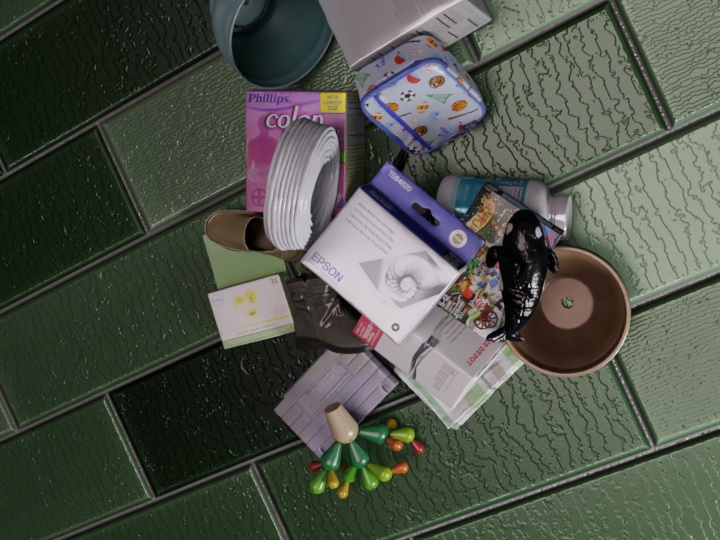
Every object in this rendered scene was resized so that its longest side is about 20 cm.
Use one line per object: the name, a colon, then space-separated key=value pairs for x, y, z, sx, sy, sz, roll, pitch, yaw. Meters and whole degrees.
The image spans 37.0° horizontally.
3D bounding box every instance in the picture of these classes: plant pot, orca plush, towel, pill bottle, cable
plant pot: x=-0.157 y=-0.408 z=1.711 sx=0.134 sy=0.200 sz=0.200 roll=41 pitch=111 yaw=38
orca plush: x=0.218 y=0.016 z=1.545 sx=0.105 sy=0.071 sz=0.200 roll=24 pitch=110 yaw=12
towel: x=0.167 y=0.147 z=1.758 sx=0.149 sy=0.031 sz=0.200 roll=46 pitch=109 yaw=6
pill bottle: x=0.222 y=-0.088 z=1.659 sx=0.200 sy=0.111 sz=0.111 roll=5 pitch=100 yaw=18
plant pot: x=0.316 y=0.056 z=1.657 sx=0.200 sy=0.093 sz=0.201 roll=3 pitch=100 yaw=16
cable: x=-0.087 y=-0.126 z=1.609 sx=0.069 sy=0.200 sz=0.200 roll=14 pitch=105 yaw=10

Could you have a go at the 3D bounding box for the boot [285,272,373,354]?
boot: x=-0.039 y=0.065 z=1.753 sx=0.200 sy=0.068 sz=0.131 roll=-1 pitch=102 yaw=34

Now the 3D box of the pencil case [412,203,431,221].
pencil case: x=0.034 y=-0.033 z=1.693 sx=0.089 sy=0.200 sz=0.078 roll=39 pitch=153 yaw=2

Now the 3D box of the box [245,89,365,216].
box: x=-0.089 y=-0.194 z=1.757 sx=0.176 sy=0.097 sz=0.200 roll=4 pitch=99 yaw=18

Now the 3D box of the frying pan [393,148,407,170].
frying pan: x=0.019 y=-0.114 z=1.727 sx=0.031 sy=0.115 sz=0.190 roll=18 pitch=104 yaw=33

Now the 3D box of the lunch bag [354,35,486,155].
lunch bag: x=0.091 y=-0.259 z=1.641 sx=0.160 sy=0.200 sz=0.076 roll=-30 pitch=54 yaw=19

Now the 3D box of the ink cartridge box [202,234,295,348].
ink cartridge box: x=-0.194 y=0.021 z=1.854 sx=0.145 sy=0.048 sz=0.200 roll=-15 pitch=96 yaw=21

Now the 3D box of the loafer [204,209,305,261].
loafer: x=-0.185 y=-0.066 z=1.808 sx=0.200 sy=0.067 sz=0.076 roll=10 pitch=82 yaw=26

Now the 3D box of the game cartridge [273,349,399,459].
game cartridge: x=-0.044 y=0.213 z=1.840 sx=0.130 sy=0.038 sz=0.200 roll=47 pitch=109 yaw=11

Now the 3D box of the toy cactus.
toy cactus: x=-0.008 y=0.290 z=1.798 sx=0.200 sy=0.102 sz=0.165 roll=-25 pitch=108 yaw=7

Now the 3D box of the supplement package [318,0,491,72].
supplement package: x=0.063 y=-0.408 z=1.632 sx=0.200 sy=0.151 sz=0.152 roll=-28 pitch=80 yaw=20

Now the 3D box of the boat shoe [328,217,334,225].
boat shoe: x=0.000 y=0.000 z=1.773 sx=0.074 sy=0.065 sz=0.200 roll=-37 pitch=86 yaw=21

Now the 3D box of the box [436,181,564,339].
box: x=0.192 y=-0.012 z=1.607 sx=0.136 sy=0.038 sz=0.200 roll=34 pitch=111 yaw=9

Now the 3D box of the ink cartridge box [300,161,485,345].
ink cartridge box: x=0.047 y=-0.027 z=1.587 sx=0.200 sy=0.041 sz=0.200 roll=40 pitch=96 yaw=9

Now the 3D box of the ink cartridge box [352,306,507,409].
ink cartridge box: x=0.113 y=0.099 z=1.675 sx=0.200 sy=0.145 sz=0.084 roll=38 pitch=130 yaw=11
